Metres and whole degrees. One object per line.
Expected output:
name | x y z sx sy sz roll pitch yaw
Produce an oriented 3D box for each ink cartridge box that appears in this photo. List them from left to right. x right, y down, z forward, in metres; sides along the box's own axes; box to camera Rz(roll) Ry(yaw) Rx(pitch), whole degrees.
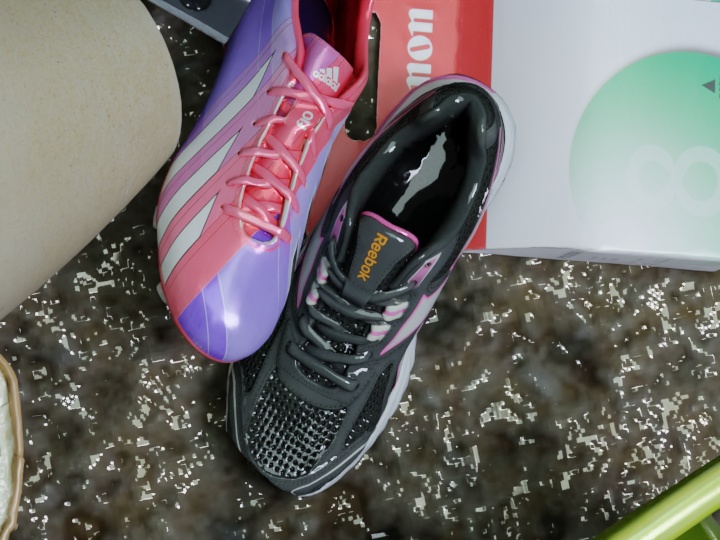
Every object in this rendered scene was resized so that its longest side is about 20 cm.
ink cartridge box | 0.080 -0.087 1.230 0.199 0.050 0.162 5 81 -14

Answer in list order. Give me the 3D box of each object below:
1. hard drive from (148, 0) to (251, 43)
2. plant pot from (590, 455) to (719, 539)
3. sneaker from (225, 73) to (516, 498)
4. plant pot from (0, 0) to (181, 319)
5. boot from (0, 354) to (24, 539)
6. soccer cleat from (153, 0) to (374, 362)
hard drive | -0.123 -0.189 1.165 0.200 0.033 0.140 30 35 -7
plant pot | 0.123 0.206 1.127 0.200 0.181 0.199 -34 90 -15
sneaker | 0.000 0.000 1.165 0.080 0.086 0.201 24 88 3
plant pot | -0.179 -0.052 1.111 0.200 0.187 0.188 -27 88 -32
boot | -0.169 0.126 1.061 0.066 0.200 0.176 0 82 -13
soccer cleat | -0.036 -0.057 1.156 0.067 0.076 0.201 30 56 -25
